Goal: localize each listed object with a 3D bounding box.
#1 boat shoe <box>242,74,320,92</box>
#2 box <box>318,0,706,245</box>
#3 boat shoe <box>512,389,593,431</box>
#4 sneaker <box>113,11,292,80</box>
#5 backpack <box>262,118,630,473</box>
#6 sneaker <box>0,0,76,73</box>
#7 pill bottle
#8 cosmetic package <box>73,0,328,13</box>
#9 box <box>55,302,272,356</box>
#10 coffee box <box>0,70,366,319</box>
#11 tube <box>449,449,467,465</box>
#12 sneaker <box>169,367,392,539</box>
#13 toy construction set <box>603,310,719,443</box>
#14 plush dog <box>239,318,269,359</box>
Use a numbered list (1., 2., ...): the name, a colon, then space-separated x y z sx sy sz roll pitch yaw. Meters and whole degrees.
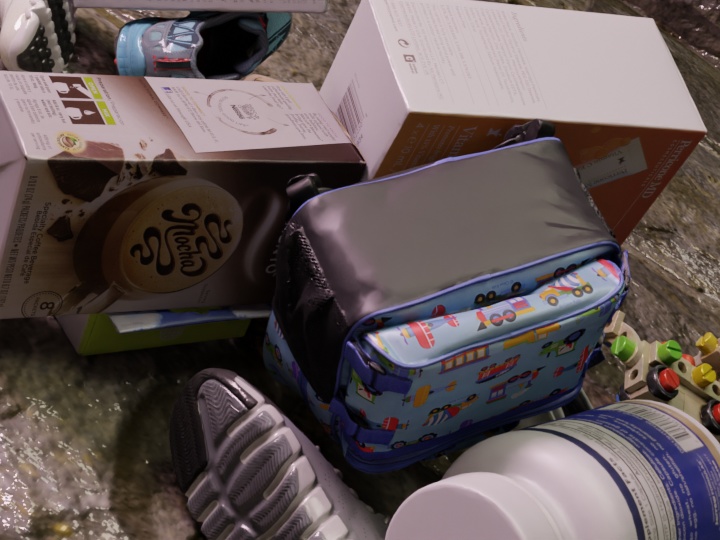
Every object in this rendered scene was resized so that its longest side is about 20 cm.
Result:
1. boat shoe: -0.017 -0.103 1.072 0.200 0.065 0.072 15 -29 32
2. box: 0.084 -0.085 0.898 0.200 0.124 0.098 1 53 -24
3. boat shoe: 0.141 0.118 0.958 0.200 0.068 0.072 58 32 -20
4. sneaker: -0.105 -0.181 1.210 0.095 0.079 0.200 7 26 32
5. backpack: 0.039 0.035 0.824 0.182 0.200 0.135 -15 59 -22
6. sneaker: -0.263 -0.213 1.158 0.081 0.075 0.200 -1 39 0
7. pill bottle: 0.106 0.138 0.774 0.200 0.120 0.120 -6 46 -51
8. cosmetic package: -0.124 -0.249 1.180 0.200 0.074 0.102 0 21 2
9. box: -0.149 -0.020 0.923 0.122 0.048 0.200 -6 45 -39
10. coffee box: -0.113 -0.042 0.833 0.200 0.113 0.080 -3 43 -32
11. tube: 0.090 0.176 0.899 0.052 0.058 0.200 -3 28 -3
12. sneaker: -0.018 0.137 0.809 0.200 0.075 0.115 54 24 18
13. toy construction set: 0.268 0.080 1.257 0.200 0.092 0.131 21 50 -11
14. plush dog: 0.000 0.000 0.999 0.172 0.200 0.160 35 -12 -24
